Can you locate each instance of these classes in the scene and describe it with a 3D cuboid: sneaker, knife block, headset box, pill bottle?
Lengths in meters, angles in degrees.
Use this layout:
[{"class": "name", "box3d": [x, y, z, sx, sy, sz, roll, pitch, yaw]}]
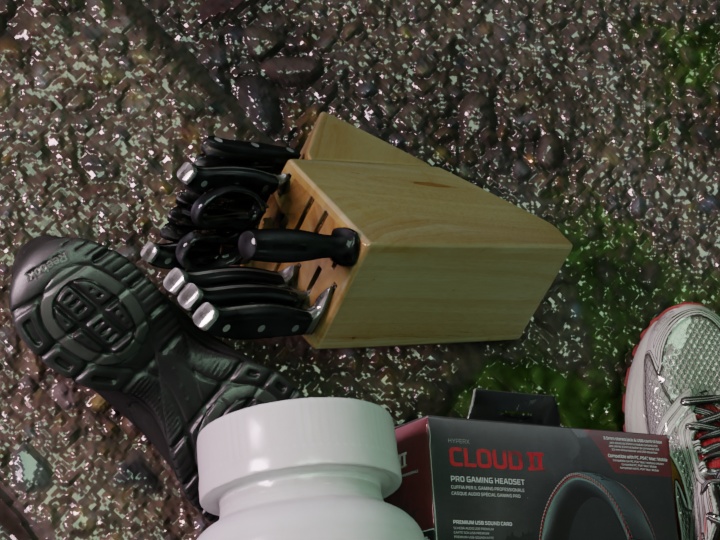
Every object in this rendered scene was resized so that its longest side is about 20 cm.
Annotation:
[{"class": "sneaker", "box3d": [0.191, 0.112, 1.015, 0.077, 0.082, 0.202, -7, 75, -17]}, {"class": "knife block", "box3d": [0.000, 0.000, 0.955, 0.199, 0.064, 0.176, 26, 26, -7]}, {"class": "headset box", "box3d": [0.078, 0.158, 0.956, 0.148, 0.075, 0.202, 8, 71, -30]}, {"class": "sneaker", "box3d": [-0.090, 0.050, 0.963, 0.076, 0.091, 0.200, -43, 111, -4]}, {"class": "pill bottle", "box3d": [-0.019, 0.165, 0.867, 0.109, 0.110, 0.202, -1, 68, -15]}]
